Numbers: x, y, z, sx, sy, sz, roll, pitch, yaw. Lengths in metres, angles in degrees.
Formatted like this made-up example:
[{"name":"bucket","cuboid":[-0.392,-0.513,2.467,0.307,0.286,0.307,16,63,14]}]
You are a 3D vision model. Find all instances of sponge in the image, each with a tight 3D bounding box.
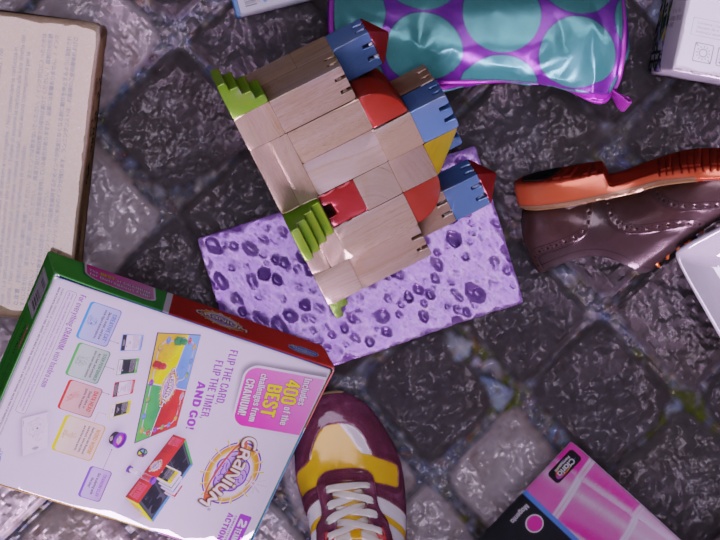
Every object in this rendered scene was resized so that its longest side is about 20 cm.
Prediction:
[{"name":"sponge","cuboid":[0.000,0.000,1.718,0.200,0.030,0.112,-18,93,0]}]

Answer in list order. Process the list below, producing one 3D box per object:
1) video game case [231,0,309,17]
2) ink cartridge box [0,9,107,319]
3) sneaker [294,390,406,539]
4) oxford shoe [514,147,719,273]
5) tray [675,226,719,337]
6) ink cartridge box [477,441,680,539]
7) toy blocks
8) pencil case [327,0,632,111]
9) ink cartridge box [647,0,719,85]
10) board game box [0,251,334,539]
[{"name":"video game case","cuboid":[-0.004,-0.262,1.706,0.200,0.018,0.143,-14,94,-1]},{"name":"ink cartridge box","cuboid":[-0.258,-0.073,1.679,0.164,0.075,0.200,7,95,-1]},{"name":"sneaker","cuboid":[0.000,0.180,1.699,0.075,0.090,0.200,-12,94,-1]},{"name":"oxford shoe","cuboid":[0.206,-0.039,1.702,0.200,0.071,0.073,-6,101,14]},{"name":"tray","cuboid":[0.301,0.047,1.674,0.107,0.022,0.200,-29,94,21]},{"name":"ink cartridge box","cuboid":[0.179,0.213,1.689,0.095,0.037,0.200,-46,66,-3]},{"name":"toy blocks","cuboid":[0.005,-0.077,1.632,0.137,0.100,0.200,-27,119,0]},{"name":"pencil case","cuboid":[0.077,-0.151,1.683,0.200,0.085,0.093,-1,78,-2]},{"name":"ink cartridge box","cuboid":[0.237,-0.223,1.673,0.050,0.109,0.200,10,93,-3]},{"name":"board game box","cuboid":[-0.139,0.091,1.670,0.200,0.040,0.153,20,106,-20]}]
